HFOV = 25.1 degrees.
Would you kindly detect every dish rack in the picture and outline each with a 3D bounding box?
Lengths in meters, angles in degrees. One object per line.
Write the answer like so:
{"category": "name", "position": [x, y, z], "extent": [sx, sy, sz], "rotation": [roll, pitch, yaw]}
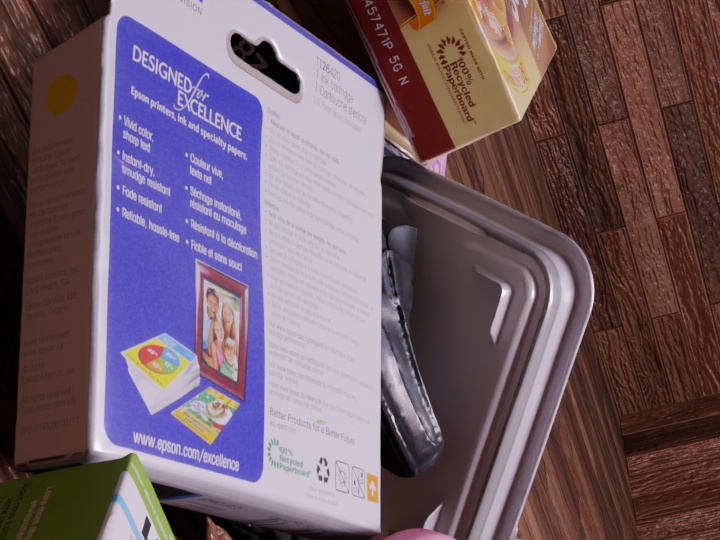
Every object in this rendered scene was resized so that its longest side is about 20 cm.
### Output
{"category": "dish rack", "position": [0.021, 0.054, 0.831], "extent": [0.043, 0.171, 0.201], "rotation": [3, 110, -47]}

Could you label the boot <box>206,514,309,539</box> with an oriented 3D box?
{"category": "boot", "position": [-0.063, 0.019, 0.742], "extent": [0.158, 0.079, 0.212], "rotation": [41, 47, -59]}

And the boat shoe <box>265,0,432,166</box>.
{"category": "boat shoe", "position": [-0.012, -0.145, 0.837], "extent": [0.200, 0.067, 0.072], "rotation": [53, 10, 4]}

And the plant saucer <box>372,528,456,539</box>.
{"category": "plant saucer", "position": [-0.013, 0.200, 0.674], "extent": [0.200, 0.051, 0.201], "rotation": [-40, 138, -49]}

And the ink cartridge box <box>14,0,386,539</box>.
{"category": "ink cartridge box", "position": [-0.053, -0.008, 0.624], "extent": [0.197, 0.047, 0.201], "rotation": [28, 56, -55]}

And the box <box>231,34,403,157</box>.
{"category": "box", "position": [-0.047, -0.118, 0.922], "extent": [0.162, 0.049, 0.200], "rotation": [57, 9, 10]}

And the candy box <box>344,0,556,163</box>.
{"category": "candy box", "position": [0.044, -0.135, 0.793], "extent": [0.116, 0.055, 0.200], "rotation": [65, 17, -11]}

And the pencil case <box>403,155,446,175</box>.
{"category": "pencil case", "position": [0.024, -0.057, 1.154], "extent": [0.200, 0.087, 0.088], "rotation": [83, -1, -64]}

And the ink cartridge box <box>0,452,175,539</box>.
{"category": "ink cartridge box", "position": [-0.089, 0.173, 0.456], "extent": [0.200, 0.075, 0.148], "rotation": [-84, 157, -63]}

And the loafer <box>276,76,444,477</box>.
{"category": "loafer", "position": [0.000, 0.000, 0.778], "extent": [0.201, 0.070, 0.068], "rotation": [67, -21, 3]}
